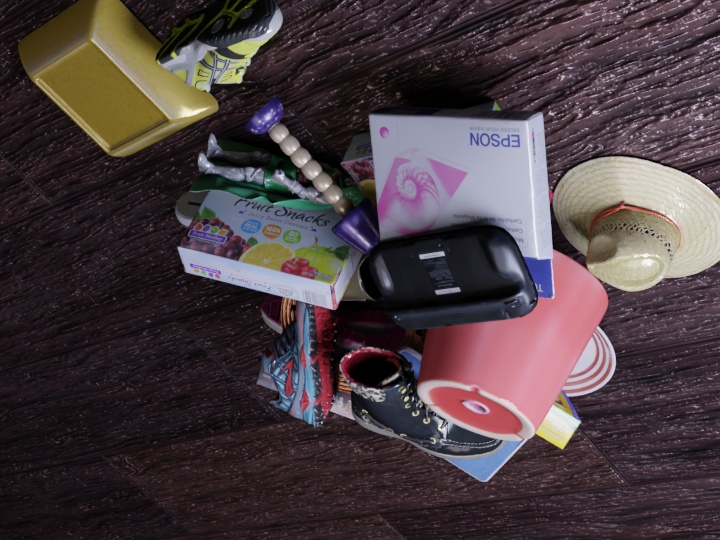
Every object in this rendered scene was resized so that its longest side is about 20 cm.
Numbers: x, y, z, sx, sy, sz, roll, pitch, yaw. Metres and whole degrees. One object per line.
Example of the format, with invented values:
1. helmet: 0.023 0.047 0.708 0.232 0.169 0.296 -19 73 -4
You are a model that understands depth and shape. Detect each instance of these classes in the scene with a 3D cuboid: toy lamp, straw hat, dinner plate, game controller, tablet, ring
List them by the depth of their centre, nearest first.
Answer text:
1. game controller: 0.094 0.009 1.426 0.199 0.042 0.105 -9 105 42
2. straw hat: 0.292 -0.026 1.450 0.200 0.085 0.202 17 144 13
3. toy lamp: -0.047 -0.103 1.525 0.200 0.058 0.058 49 143 1
4. dinner plate: 0.224 0.088 1.690 0.199 0.024 0.201 18 144 13
5. tablet: 0.109 0.184 1.712 0.199 0.014 0.130 32 130 -4
6. ring: -0.004 0.062 1.725 0.199 0.019 0.202 3 108 8

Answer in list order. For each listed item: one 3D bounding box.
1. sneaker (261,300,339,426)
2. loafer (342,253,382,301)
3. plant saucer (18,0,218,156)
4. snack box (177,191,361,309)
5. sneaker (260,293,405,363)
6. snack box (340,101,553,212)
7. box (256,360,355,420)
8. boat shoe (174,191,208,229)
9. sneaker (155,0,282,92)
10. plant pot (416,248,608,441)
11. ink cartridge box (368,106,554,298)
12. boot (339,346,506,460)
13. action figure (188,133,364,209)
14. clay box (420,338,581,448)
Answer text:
1. sneaker: -0.084 0.109 1.691 0.095 0.079 0.201 14 125 16
2. loafer: 0.000 0.000 1.651 0.198 0.068 0.076 -7 106 20
3. plant saucer: -0.300 -0.219 1.611 0.199 0.049 0.200 -19 125 44
4. snack box: -0.097 -0.044 1.609 0.198 0.143 0.053 13 143 16
5. sneaker: -0.041 0.087 1.805 0.199 0.082 0.089 20 143 10
6. snack box: 0.095 -0.103 1.505 0.199 0.053 0.142 -9 132 39
7. box: -0.026 0.149 1.830 0.199 0.137 0.040 20 108 10
8. boat shoe: -0.142 -0.051 1.717 0.199 0.072 0.071 19 154 27
9. sneaker: -0.140 -0.248 1.465 0.076 0.076 0.199 39 154 -29
10. plant pot: 0.158 0.081 1.517 0.199 0.178 0.201 20 157 9
11. ink cartridge box: 0.105 -0.069 1.415 0.195 0.043 0.202 6 110 35
12. boot: 0.073 0.160 1.616 0.202 0.074 0.154 13 156 17
13. action figure: -0.089 -0.113 1.584 0.198 0.119 0.055 12 131 5
14. clay box: 0.170 0.135 1.666 0.199 0.115 0.048 32 101 -10
